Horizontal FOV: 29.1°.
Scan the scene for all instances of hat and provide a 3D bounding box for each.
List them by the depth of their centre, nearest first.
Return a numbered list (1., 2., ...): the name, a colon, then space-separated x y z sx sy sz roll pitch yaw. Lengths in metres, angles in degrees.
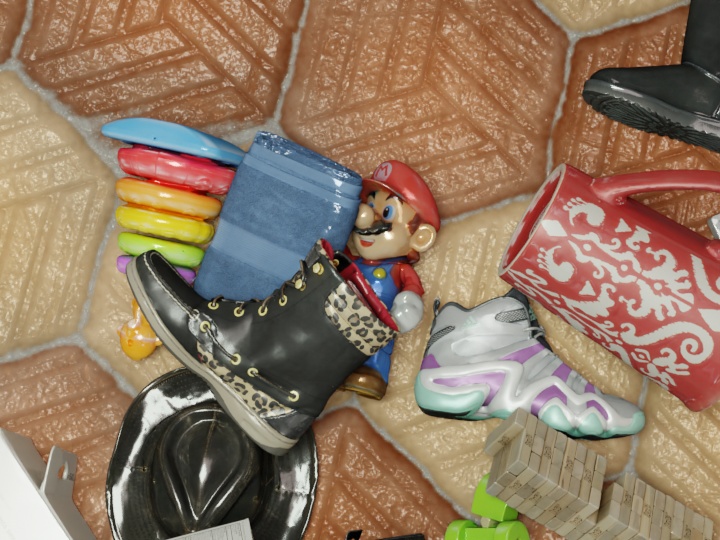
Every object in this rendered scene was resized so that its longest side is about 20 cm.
1. hat: -0.125 0.173 1.154 0.198 0.081 0.203 0 80 -3

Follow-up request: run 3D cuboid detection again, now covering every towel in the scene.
1. towel: -0.076 -0.005 1.169 0.111 0.048 0.202 25 100 13

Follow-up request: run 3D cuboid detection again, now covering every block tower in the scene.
1. block tower: 0.194 0.193 1.144 0.199 0.054 0.058 31 44 -9

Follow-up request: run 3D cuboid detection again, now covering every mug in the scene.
1. mug: 0.234 -0.010 1.141 0.199 0.133 0.179 30 92 -3

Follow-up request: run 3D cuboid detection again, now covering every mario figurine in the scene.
1. mario figurine: 0.000 0.000 1.179 0.122 0.106 0.202 15 81 3

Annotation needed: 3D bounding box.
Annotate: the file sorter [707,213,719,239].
1. file sorter: 0.430 -0.028 1.188 0.198 0.125 0.140 -22 81 -6

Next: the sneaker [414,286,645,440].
1. sneaker: 0.151 0.066 1.185 0.197 0.078 0.142 10 79 -1

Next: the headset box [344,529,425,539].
1. headset box: 0.014 0.303 1.074 0.092 0.174 0.202 -21 75 13

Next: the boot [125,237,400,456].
1. boot: -0.078 0.030 1.109 0.150 0.073 0.200 -41 87 15

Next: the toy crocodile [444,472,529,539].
1. toy crocodile: 0.114 0.269 1.158 0.067 0.061 0.203 -9 77 39

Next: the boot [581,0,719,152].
1. boot: 0.299 -0.221 1.248 0.163 0.066 0.202 18 82 -7

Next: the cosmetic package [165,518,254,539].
1. cosmetic package: -0.103 0.290 1.088 0.081 0.051 0.202 -12 124 -3

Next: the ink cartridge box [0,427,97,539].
1. ink cartridge box: -0.305 0.224 1.114 0.199 0.129 0.126 -35 83 -7

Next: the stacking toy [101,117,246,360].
1. stacking toy: -0.170 -0.022 1.188 0.115 0.110 0.203 11 90 16
